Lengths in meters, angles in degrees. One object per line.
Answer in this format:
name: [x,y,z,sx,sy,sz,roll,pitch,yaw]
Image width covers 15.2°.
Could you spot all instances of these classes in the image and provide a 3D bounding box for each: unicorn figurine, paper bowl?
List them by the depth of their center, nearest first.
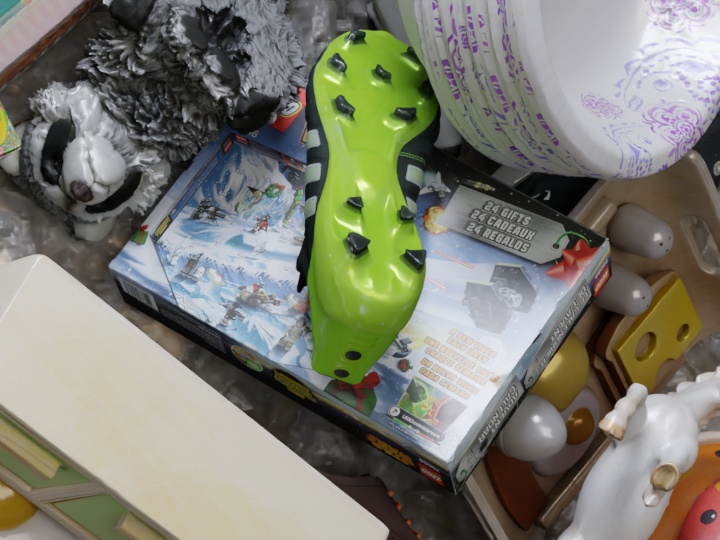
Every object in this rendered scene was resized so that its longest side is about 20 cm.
paper bowl: [0.092,-0.145,1.245,0.200,0.104,0.202,-15,109,-50]
unicorn figurine: [0.137,0.103,1.291,0.074,0.137,0.200,44,101,8]

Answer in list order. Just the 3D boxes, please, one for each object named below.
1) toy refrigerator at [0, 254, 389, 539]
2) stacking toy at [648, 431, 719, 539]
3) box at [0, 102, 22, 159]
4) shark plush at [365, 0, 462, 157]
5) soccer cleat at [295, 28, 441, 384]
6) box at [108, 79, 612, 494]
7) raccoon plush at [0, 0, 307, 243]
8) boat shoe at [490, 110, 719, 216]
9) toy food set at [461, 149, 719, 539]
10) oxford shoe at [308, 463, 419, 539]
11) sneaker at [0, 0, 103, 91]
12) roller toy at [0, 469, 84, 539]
toy refrigerator: [-0.091,0.083,1.128,0.200,0.076,0.070,41,62,-23]
stacking toy: [0.220,0.148,1.332,0.146,0.200,0.147,3,82,-24]
box: [-0.284,-0.087,1.137,0.199,0.122,0.193,-25,95,10]
shark plush: [0.040,-0.142,1.384,0.200,0.091,0.083,46,47,10]
soccer cleat: [-0.003,-0.035,1.241,0.067,0.081,0.200,17,40,-12]
box: [0.000,0.000,1.282,0.200,0.040,0.137,29,70,22]
raccoon plush: [-0.089,-0.091,1.310,0.097,0.134,0.200,51,33,0]
boat shoe: [0.155,-0.053,1.392,0.200,0.076,0.060,-28,66,-14]
toy food set: [0.122,0.054,1.334,0.200,0.060,0.144,-48,137,-17]
oxford shoe: [0.013,0.139,1.316,0.200,0.071,0.073,30,66,-18]
sneaker: [-0.143,-0.161,1.261,0.200,0.071,0.080,-41,91,-2]
roller toy: [-0.176,0.097,1.199,0.200,0.140,0.183,44,69,-12]
